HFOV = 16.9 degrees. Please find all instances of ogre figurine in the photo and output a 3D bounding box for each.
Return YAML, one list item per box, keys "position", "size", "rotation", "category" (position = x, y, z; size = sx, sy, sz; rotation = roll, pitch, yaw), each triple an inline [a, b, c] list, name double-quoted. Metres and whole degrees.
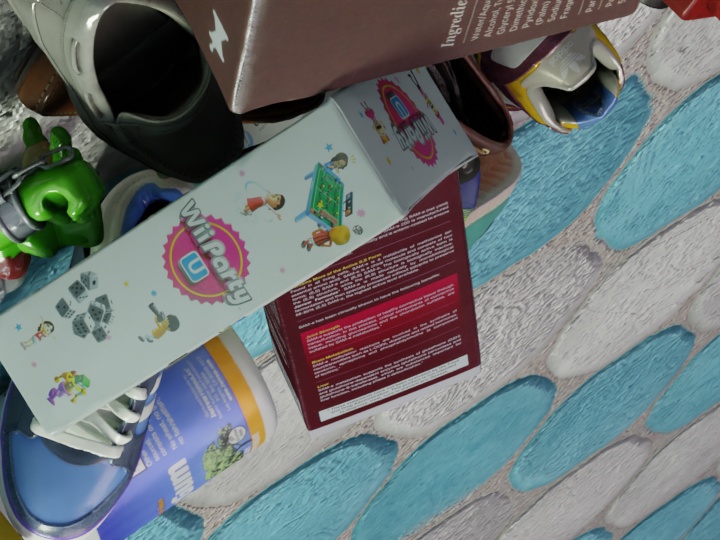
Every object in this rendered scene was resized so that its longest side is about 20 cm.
- position: [-0.187, -0.016, 1.147]
  size: [0.119, 0.200, 0.099]
  rotation: [-24, 113, -13]
  category: "ogre figurine"

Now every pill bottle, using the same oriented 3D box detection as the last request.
- position: [-0.158, 0.104, 1.428]
  size: [0.199, 0.112, 0.112]
  rotation: [-34, 158, -17]
  category: "pill bottle"

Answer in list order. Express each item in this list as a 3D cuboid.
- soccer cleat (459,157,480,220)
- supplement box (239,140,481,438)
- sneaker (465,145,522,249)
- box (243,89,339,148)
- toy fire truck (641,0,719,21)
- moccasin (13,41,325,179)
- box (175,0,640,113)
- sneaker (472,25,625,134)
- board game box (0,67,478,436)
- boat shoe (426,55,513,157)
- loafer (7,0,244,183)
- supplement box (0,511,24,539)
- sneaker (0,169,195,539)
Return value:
- position: [-0.009, -0.018, 1.387]
  size: [0.199, 0.065, 0.084]
  rotation: [-25, 139, -35]
  category: "soccer cleat"
- position: [0.000, 0.000, 1.288]
  size: [0.108, 0.061, 0.200]
  rotation: [-20, 147, -7]
  category: "supplement box"
- position: [0.022, -0.014, 1.558]
  size: [0.199, 0.071, 0.080]
  rotation: [-29, 152, -31]
  category: "sneaker"
- position: [0.025, -0.130, 1.379]
  size: [0.200, 0.041, 0.156]
  rotation: [-51, 156, 21]
  category: "box"
- position: [0.290, -0.176, 1.514]
  size: [0.176, 0.200, 0.129]
  rotation: [-12, 146, -50]
  category: "toy fire truck"
- position: [-0.090, -0.094, 1.200]
  size: [0.074, 0.078, 0.201]
  rotation: [-47, 158, 24]
  category: "moccasin"
- position: [0.017, -0.196, 1.009]
  size: [0.199, 0.167, 0.165]
  rotation: [-16, 151, -20]
  category: "box"
- position: [0.106, -0.109, 1.363]
  size: [0.075, 0.090, 0.200]
  rotation: [-44, 165, 6]
  category: "sneaker"
- position: [-0.056, -0.014, 1.110]
  size: [0.199, 0.064, 0.148]
  rotation: [-32, -177, 20]
  category: "board game box"
- position: [0.017, -0.124, 1.251]
  size: [0.200, 0.070, 0.071]
  rotation: [46, 56, -47]
  category: "boat shoe"
- position: [-0.096, -0.086, 1.082]
  size: [0.070, 0.070, 0.200]
  rotation: [-45, 150, -1]
  category: "loafer"
- position: [-0.297, 0.153, 1.265]
  size: [0.199, 0.131, 0.103]
  rotation: [-15, 146, -49]
  category: "supplement box"
- position: [-0.134, 0.041, 1.272]
  size: [0.146, 0.080, 0.201]
  rotation: [133, -23, -73]
  category: "sneaker"
